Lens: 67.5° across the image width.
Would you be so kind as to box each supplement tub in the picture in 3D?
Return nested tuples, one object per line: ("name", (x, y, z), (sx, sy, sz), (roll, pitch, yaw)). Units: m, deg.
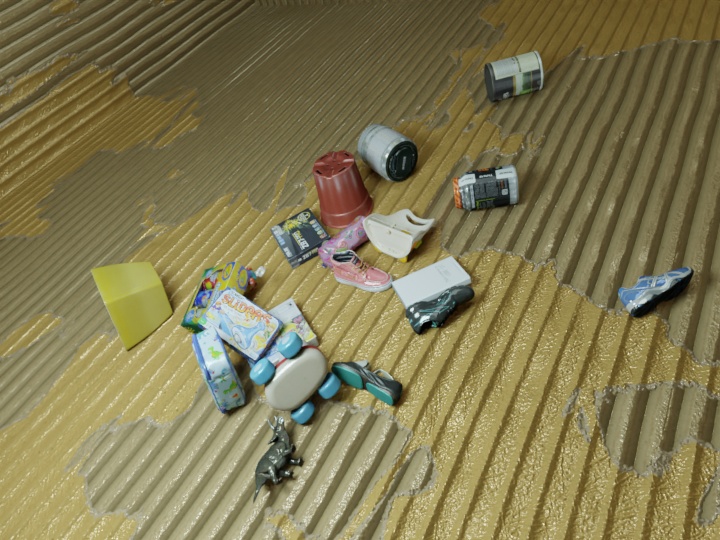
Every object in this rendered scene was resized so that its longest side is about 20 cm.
("supplement tub", (0.395, -0.258, 1.704), (0.195, 0.124, 0.124), (-7, 44, 11))

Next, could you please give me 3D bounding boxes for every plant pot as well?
("plant pot", (-0.070, -0.285, 1.836), (0.195, 0.198, 0.204), (-10, 43, 9))
("plant pot", (-0.711, 0.088, 1.702), (0.174, 0.204, 0.200), (-25, 42, -24))

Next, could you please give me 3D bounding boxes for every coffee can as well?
("coffee can", (0.598, -0.759, 2.110), (0.195, 0.148, 0.148), (-12, 43, 6))

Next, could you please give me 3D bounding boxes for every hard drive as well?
("hard drive", (0.199, 0.035, 1.536), (0.196, 0.027, 0.132), (-24, 33, -4))

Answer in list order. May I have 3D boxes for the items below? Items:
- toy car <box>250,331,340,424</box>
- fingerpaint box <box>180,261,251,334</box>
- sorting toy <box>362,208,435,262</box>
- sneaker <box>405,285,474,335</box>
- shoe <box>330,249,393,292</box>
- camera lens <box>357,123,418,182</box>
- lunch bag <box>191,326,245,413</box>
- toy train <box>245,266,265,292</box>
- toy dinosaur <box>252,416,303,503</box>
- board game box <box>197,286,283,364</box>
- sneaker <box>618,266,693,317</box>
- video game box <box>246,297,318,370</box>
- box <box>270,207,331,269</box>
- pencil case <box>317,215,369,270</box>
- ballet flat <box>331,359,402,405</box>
("toy car", (-0.174, 0.246, 1.378), (0.177, 0.185, 0.200), (-42, 21, -2))
("fingerpaint box", (-0.436, 0.085, 1.626), (0.164, 0.073, 0.204), (-10, 52, 38))
("sorting toy", (0.140, -0.130, 1.690), (0.198, 0.109, 0.179), (24, 51, 36))
("sneaker", (0.221, 0.109, 1.449), (0.196, 0.076, 0.080), (-25, 52, 7))
("shoe", (0.000, 0.000, 1.606), (0.196, 0.092, 0.072), (11, 50, 27))
("camera lens", (0.100, -0.424, 1.941), (0.158, 0.162, 0.200), (-33, 45, -15))
("lunch bag", (-0.369, 0.257, 1.401), (0.081, 0.203, 0.161), (-22, 44, -15))
("toy train", (-0.349, 0.085, 1.649), (0.148, 0.056, 0.203), (3, 60, 44))
("toy dinosaur", (-0.201, 0.451, 1.259), (0.100, 0.077, 0.203), (0, 50, 35))
("board game box", (-0.330, 0.150, 1.492), (0.197, 0.035, 0.136), (30, 59, 9))
("sneaker", (0.732, 0.036, 1.330), (0.196, 0.077, 0.078), (-25, 48, -8))
("video game box", (-0.240, 0.192, 1.532), (0.197, 0.047, 0.183), (-30, 43, -11))
("box", (-0.201, -0.113, 1.818), (0.159, 0.050, 0.201), (-30, 45, -7))
("pencil case", (-0.046, -0.089, 1.720), (0.199, 0.088, 0.087), (-42, 48, -21))
("ballet flat", (0.021, 0.272, 1.357), (0.197, 0.069, 0.068), (24, 47, 25))
